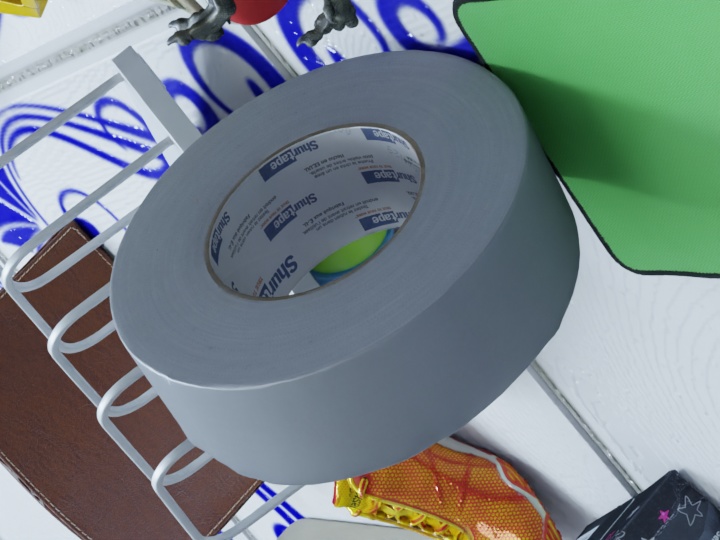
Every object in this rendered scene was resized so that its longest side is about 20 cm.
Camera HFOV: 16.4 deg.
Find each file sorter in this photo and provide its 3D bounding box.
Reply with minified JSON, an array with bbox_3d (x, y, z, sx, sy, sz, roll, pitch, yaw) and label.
[{"bbox_3d":[-0.094,0.021,1.264,0.200,0.124,0.139,51,174,24],"label":"file sorter"}]

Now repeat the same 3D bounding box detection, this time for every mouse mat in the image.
[{"bbox_3d":[0.133,-0.057,1.032,0.200,0.008,0.161,1,132,55],"label":"mouse mat"}]

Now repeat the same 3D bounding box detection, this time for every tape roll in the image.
[{"bbox_3d":[-0.007,-0.004,1.091,0.200,0.201,0.066,16,149,44],"label":"tape roll"}]

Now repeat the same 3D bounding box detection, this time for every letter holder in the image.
[{"bbox_3d":[-0.167,0.097,1.566,0.200,0.142,0.101,45,155,-5],"label":"letter holder"}]

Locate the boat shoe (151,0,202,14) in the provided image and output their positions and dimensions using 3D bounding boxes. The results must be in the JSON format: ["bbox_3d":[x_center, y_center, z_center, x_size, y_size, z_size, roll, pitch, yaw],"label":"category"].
[{"bbox_3d":[-0.089,-0.178,1.096,0.065,0.072,0.200,32,159,18],"label":"boat shoe"}]

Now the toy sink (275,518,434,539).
[{"bbox_3d":[0.003,0.244,1.564,0.112,0.130,0.200,52,153,-21],"label":"toy sink"}]

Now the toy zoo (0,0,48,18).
[{"bbox_3d":[-0.233,-0.185,1.282,0.130,0.021,0.200,14,158,11],"label":"toy zoo"}]

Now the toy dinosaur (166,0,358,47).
[{"bbox_3d":[-0.042,-0.132,0.983,0.199,0.047,0.089,15,128,30],"label":"toy dinosaur"}]

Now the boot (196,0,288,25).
[{"bbox_3d":[-0.007,-0.148,1.025,0.144,0.072,0.200,33,150,17],"label":"boot"}]

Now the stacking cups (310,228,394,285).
[{"bbox_3d":[0.000,0.000,1.260,0.060,0.061,0.201,17,146,43],"label":"stacking cups"}]

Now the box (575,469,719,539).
[{"bbox_3d":[0.120,0.222,1.266,0.115,0.200,0.132,43,156,2],"label":"box"}]

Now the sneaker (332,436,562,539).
[{"bbox_3d":[0.028,0.121,1.392,0.199,0.077,0.073,34,153,15],"label":"sneaker"}]
